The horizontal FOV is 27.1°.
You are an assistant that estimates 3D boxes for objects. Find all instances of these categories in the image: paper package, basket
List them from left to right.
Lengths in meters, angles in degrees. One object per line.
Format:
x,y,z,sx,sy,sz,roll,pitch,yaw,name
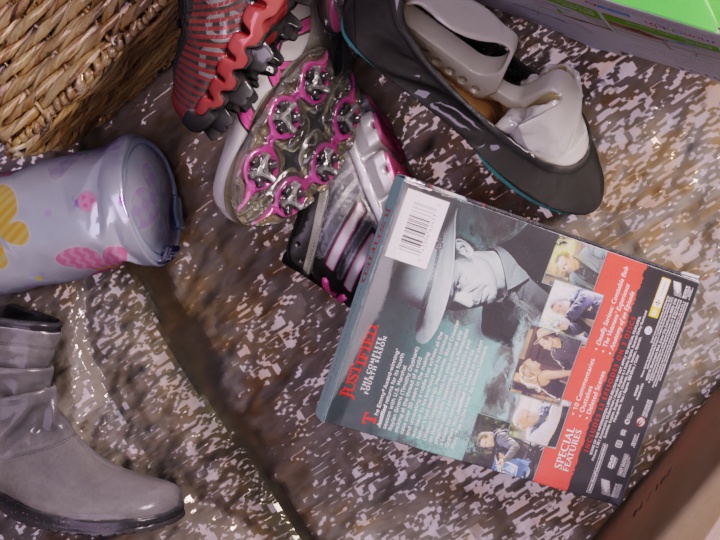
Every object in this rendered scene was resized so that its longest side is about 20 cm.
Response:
-0.164,-0.187,0.882,0.200,0.143,0.149,-42,90,18,basket
0.196,0.160,0.818,0.103,0.191,0.201,39,105,6,paper package

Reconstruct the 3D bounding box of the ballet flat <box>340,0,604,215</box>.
0.077,-0.100,0.838,0.199,0.069,0.068,34,146,-20,ballet flat

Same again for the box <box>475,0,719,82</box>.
0.122,-0.176,0.782,0.198,0.176,0.098,22,96,20,box

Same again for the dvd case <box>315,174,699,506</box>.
0.087,0.044,0.863,0.198,0.022,0.148,17,95,-20,dvd case

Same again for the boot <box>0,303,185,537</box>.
-0.206,0.095,0.973,0.197,0.070,0.133,8,94,8,boot

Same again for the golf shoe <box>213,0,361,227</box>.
-0.043,-0.113,0.873,0.091,0.073,0.202,5,62,38,golf shoe

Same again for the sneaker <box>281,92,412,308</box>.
0.000,0.000,0.907,0.086,0.074,0.202,-18,88,15,sneaker

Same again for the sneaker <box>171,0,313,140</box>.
-0.067,-0.166,0.761,0.097,0.071,0.202,25,120,2,sneaker

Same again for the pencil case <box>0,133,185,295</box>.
-0.212,-0.027,0.944,0.198,0.091,0.084,-12,90,14,pencil case
